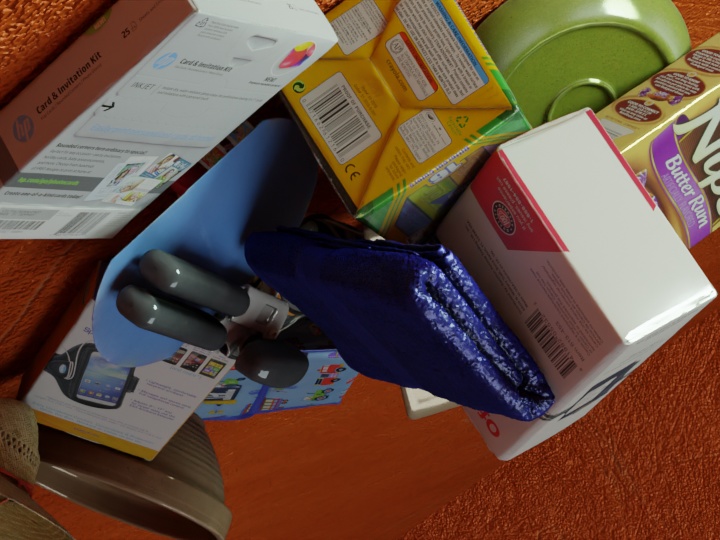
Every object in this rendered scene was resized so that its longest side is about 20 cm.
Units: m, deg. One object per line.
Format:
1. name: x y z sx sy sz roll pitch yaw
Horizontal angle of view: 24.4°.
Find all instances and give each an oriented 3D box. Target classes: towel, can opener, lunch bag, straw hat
1. towel: 0.025 0.027 1.077 0.050 0.148 0.199 -54 -148 -15
2. can opener: -0.086 0.036 1.098 0.054 0.067 0.200 -56 158 2
3. lunch bag: -0.104 0.074 1.468 0.198 0.095 0.151 -13 161 -19
4. straw hat: -0.280 0.134 1.236 0.201 0.199 0.086 108 2 -68

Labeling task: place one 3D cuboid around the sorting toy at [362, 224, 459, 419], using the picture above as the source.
1. sorting toy: 0.105 0.011 1.255 0.184 0.037 0.201 -17 127 -4

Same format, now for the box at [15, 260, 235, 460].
1. box: -0.169 0.065 1.234 0.118 0.042 0.200 22 138 -19

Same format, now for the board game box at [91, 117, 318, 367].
1. board game box: -0.111 -0.026 1.100 0.200 0.039 0.158 -44 158 -14

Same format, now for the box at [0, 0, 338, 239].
1. box: -0.127 -0.090 0.941 0.200 0.041 0.156 -37 165 23

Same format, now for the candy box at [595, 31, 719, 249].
1. candy box: 0.221 -0.076 1.198 0.199 0.056 0.117 -35 130 -24

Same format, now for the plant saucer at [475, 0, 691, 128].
1. plant saucer: 0.157 -0.122 1.218 0.198 0.031 0.201 -11 129 -13

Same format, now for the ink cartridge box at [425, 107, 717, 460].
1. ink cartridge box: 0.118 0.015 1.080 0.084 0.145 0.200 -24 164 -28

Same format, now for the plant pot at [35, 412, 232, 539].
1. plant pot: -0.194 0.154 1.407 0.201 0.199 0.093 94 14 -72

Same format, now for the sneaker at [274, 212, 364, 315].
1. sneaker: 0.000 0.000 1.286 0.199 0.077 0.079 -3 103 -61

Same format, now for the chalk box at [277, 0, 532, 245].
1. chalk box: 0.040 -0.098 1.091 0.123 0.125 0.200 -34 166 8

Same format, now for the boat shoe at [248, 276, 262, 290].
1. boat shoe: -0.098 0.002 1.240 0.072 0.068 0.200 -18 159 -42

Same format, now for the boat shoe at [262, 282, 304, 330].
1. boat shoe: -0.104 0.041 1.345 0.199 0.072 0.068 -32 165 -11
